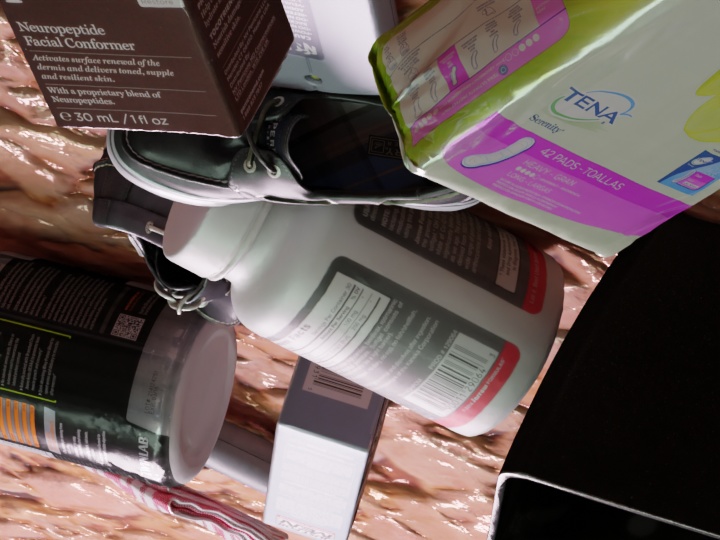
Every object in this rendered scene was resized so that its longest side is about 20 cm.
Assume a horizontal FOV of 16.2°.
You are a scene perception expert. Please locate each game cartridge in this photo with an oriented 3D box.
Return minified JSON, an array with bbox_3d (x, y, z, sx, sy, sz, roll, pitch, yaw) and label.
[{"bbox_3d":[-0.078,-0.139,1.197,0.199,0.041,0.133,14,153,13],"label":"game cartridge"}]

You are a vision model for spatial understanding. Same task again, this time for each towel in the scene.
[{"bbox_3d":[-0.161,0.161,1.860,0.200,0.030,0.146,18,170,42],"label":"towel"}]

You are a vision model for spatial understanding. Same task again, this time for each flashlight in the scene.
[{"bbox_3d":[-0.099,0.127,1.776,0.200,0.068,0.068,29,118,-31],"label":"flashlight"}]

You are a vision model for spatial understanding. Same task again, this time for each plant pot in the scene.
[{"bbox_3d":[0.186,0.087,1.312,0.199,0.178,0.200,17,157,7],"label":"plant pot"}]

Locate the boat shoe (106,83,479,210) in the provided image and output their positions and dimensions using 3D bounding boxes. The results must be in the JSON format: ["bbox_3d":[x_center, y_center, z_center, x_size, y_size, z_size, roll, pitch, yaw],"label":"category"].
[{"bbox_3d":[-0.028,-0.061,1.246,0.199,0.070,0.066,9,177,2],"label":"boat shoe"}]

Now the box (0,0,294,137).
[{"bbox_3d":[-0.108,-0.152,1.084,0.100,0.075,0.200,4,137,26],"label":"box"}]

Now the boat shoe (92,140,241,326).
[{"bbox_3d":[-0.111,-0.008,1.477,0.072,0.063,0.200,10,155,20],"label":"boat shoe"}]

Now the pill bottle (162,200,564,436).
[{"bbox_3d":[0.000,0.000,1.347,0.200,0.111,0.111,27,156,-18],"label":"pill bottle"}]

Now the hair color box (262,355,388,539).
[{"bbox_3d":[-0.016,0.093,1.584,0.060,0.099,0.200,17,157,2],"label":"hair color box"}]

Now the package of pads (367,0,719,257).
[{"bbox_3d":[0.120,-0.092,0.970,0.200,0.068,0.154,-34,147,26],"label":"package of pads"}]

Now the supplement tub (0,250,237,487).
[{"bbox_3d":[-0.189,0.058,1.611,0.199,0.123,0.123,14,157,14],"label":"supplement tub"}]
